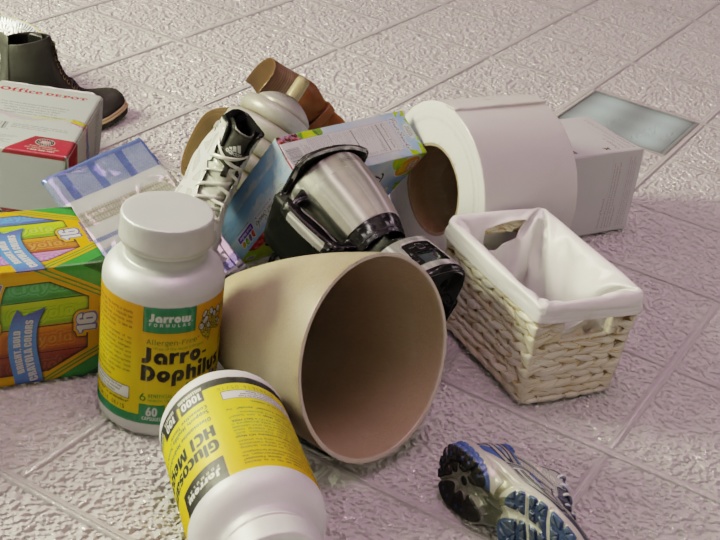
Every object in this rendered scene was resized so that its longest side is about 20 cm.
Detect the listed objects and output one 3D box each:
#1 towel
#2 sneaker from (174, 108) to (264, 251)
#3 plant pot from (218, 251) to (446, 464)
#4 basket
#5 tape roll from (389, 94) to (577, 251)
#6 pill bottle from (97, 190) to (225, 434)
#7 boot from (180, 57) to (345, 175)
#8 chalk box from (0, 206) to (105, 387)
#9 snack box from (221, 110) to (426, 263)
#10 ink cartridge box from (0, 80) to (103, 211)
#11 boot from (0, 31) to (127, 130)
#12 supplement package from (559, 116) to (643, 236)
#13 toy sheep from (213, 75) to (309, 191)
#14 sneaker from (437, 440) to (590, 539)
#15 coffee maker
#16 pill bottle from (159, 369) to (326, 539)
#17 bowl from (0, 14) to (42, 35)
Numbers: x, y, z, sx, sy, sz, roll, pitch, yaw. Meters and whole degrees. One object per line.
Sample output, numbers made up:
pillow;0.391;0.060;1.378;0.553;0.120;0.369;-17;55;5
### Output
towel;-0.233;-0.046;1.408;0.146;0.024;0.201;-29;74;-40
sneaker;-0.162;-0.097;1.390;0.075;0.116;0.202;23;49;-10
plant pot;-0.052;0.062;1.222;0.186;0.190;0.198;-17;20;-40
basket;0.181;0.035;1.374;0.134;0.125;0.200;-6;32;-26
tape roll;0.140;-0.102;1.533;0.137;0.205;0.203;-9;32;-30
pill bottle;-0.180;0.037;1.178;0.111;0.203;0.113;7;27;-4
boot;-0.124;-0.167;1.688;0.155;0.200;0.077;35;12;-41
chalk box;-0.351;0.028;1.228;0.197;0.127;0.124;-9;32;-28
snack box;-0.045;-0.096;1.498;0.198;0.169;0.068;-20;71;-40
ink cartridge box;-0.404;-0.151;1.588;0.143;0.084;0.201;8;28;-2
boot;-0.392;-0.256;1.729;0.077;0.140;0.199;29;33;33
supplement package;0.246;-0.118;1.683;0.198;0.119;0.117;-10;34;-31
toy sheep;-0.119;-0.147;1.572;0.136;0.202;0.138;27;-7;3
sneaker;0.154;0.203;1.107;0.084;0.078;0.200;-6;31;-34
coffee maker;0.000;0.000;1.366;0.133;0.193;0.201;-26;61;-24
pill bottle;-0.091;0.177;1.037;0.111;0.114;0.200;-2;29;-19
bowl;-0.531;-0.276;1.772;0.197;0.095;0.202;8;28;-4
